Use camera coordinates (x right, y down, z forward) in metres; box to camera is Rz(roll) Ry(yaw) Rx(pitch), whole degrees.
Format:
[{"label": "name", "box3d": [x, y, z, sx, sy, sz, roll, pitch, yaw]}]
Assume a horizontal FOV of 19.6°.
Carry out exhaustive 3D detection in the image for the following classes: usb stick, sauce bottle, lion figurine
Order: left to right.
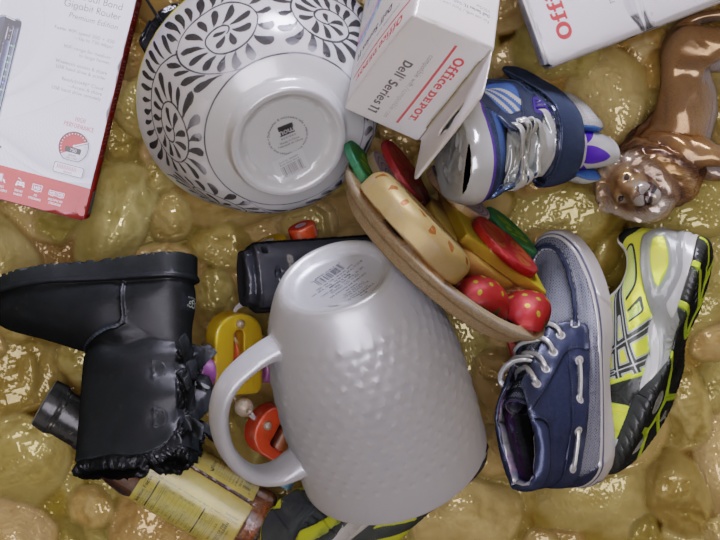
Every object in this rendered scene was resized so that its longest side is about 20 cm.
[{"label": "sauce bottle", "box3d": [-0.163, 0.153, 1.637, 0.199, 0.066, 0.066, 33, 93, -2]}, {"label": "usb stick", "box3d": [0.000, 0.000, 1.609, 0.198, 0.033, 0.056, -4, 93, -24]}, {"label": "lion figurine", "box3d": [0.257, -0.129, 1.629, 0.121, 0.072, 0.202, 12, 80, 6]}]

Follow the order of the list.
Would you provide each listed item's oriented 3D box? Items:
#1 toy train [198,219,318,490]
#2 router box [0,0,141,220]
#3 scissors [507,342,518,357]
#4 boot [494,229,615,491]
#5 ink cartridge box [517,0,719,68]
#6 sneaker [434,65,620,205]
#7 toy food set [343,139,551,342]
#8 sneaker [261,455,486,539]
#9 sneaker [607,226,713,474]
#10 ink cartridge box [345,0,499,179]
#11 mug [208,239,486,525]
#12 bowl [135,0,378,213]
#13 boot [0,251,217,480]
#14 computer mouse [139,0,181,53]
[{"label": "toy train", "box3d": [-0.059, 0.061, 1.640, 0.150, 0.055, 0.201, 28, 83, -29]}, {"label": "router box", "box3d": [-0.287, -0.151, 1.615, 0.198, 0.049, 0.181, 14, 94, -2]}, {"label": "scissors", "box3d": [0.119, 0.051, 1.659, 0.073, 0.014, 0.201, -36, 95, 1]}, {"label": "boot", "box3d": [0.144, 0.069, 1.598, 0.072, 0.090, 0.202, -13, 82, 43]}, {"label": "ink cartridge box", "box3d": [0.207, -0.257, 1.600, 0.198, 0.084, 0.147, -20, 94, 1]}, {"label": "sneaker", "box3d": [0.130, -0.096, 1.555, 0.145, 0.200, 0.081, 5, 106, -7]}, {"label": "toy food set", "box3d": [0.065, -0.025, 1.539, 0.199, 0.198, 0.049, 34, 106, -23]}, {"label": "sneaker", "box3d": [0.011, 0.184, 1.639, 0.199, 0.085, 0.075, -26, 53, -15]}, {"label": "sneaker", "box3d": [0.216, 0.061, 1.644, 0.076, 0.075, 0.202, 19, 93, 20]}, {"label": "ink cartridge box", "box3d": [0.048, -0.180, 1.508, 0.067, 0.117, 0.201, 22, 50, -16]}, {"label": "mug", "box3d": [-0.018, 0.085, 1.533, 0.199, 0.148, 0.176, -26, 124, -12]}, {"label": "bowl", "box3d": [-0.064, -0.116, 1.561, 0.199, 0.094, 0.202, -7, 120, -12]}, {"label": "boot", "box3d": [-0.200, 0.077, 1.580, 0.196, 0.073, 0.164, -7, 76, 22]}, {"label": "computer mouse", "box3d": [-0.163, -0.199, 1.583, 0.059, 0.034, 0.201, -40, 126, -9]}]
